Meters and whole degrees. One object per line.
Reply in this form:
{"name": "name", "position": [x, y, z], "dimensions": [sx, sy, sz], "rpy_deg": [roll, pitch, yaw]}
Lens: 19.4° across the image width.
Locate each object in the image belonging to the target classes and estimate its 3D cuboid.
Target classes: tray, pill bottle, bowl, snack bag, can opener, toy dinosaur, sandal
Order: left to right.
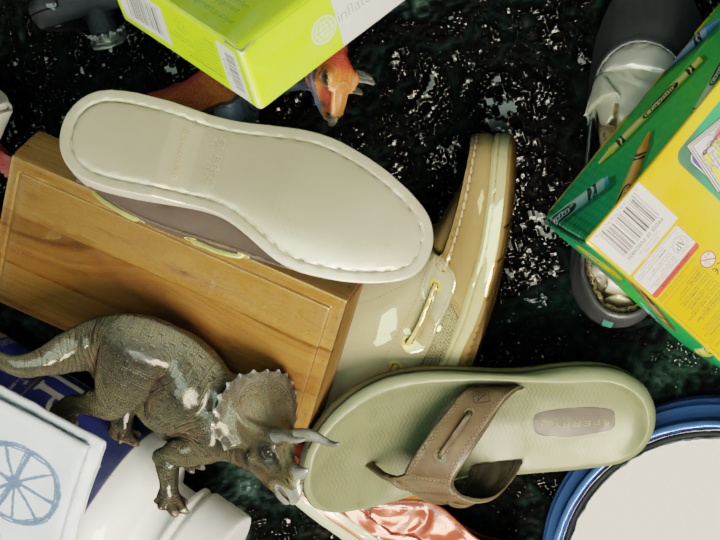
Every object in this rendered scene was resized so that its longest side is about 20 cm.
{"name": "snack bag", "position": [-0.243, 0.135, 1.169], "dimensions": [0.188, 0.021, 0.200], "rpy_deg": [24, 118, 13]}
{"name": "pill bottle", "position": [-0.170, 0.128, 1.217], "dimensions": [0.200, 0.120, 0.120], "rpy_deg": [31, 104, 8]}
{"name": "toy dinosaur", "position": [-0.108, 0.064, 1.141], "dimensions": [0.200, 0.077, 0.102], "rpy_deg": [34, 118, 6]}
{"name": "tray", "position": [-0.104, 0.008, 1.161], "dimensions": [0.200, 0.037, 0.099], "rpy_deg": [24, 125, 9]}
{"name": "can opener", "position": [-0.093, -0.171, 1.184], "dimensions": [0.200, 0.063, 0.079], "rpy_deg": [-8, 99, 12]}
{"name": "toy dinosaur", "position": [-0.084, -0.077, 1.147], "dimensions": [0.200, 0.105, 0.182], "rpy_deg": [9, 138, -22]}
{"name": "sandal", "position": [0.064, 0.093, 1.154], "dimensions": [0.201, 0.057, 0.080], "rpy_deg": [-10, 119, 0]}
{"name": "bowl", "position": [0.203, 0.173, 1.211], "dimensions": [0.200, 0.039, 0.201], "rpy_deg": [2, 101, 9]}

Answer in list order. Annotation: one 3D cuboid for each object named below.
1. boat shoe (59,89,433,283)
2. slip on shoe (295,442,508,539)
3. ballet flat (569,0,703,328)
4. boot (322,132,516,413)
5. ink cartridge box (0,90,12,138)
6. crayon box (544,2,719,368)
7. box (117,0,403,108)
{"name": "boat shoe", "position": [-0.058, -0.039, 1.100], "dimensions": [0.200, 0.060, 0.072], "rpy_deg": [17, 77, 3]}
{"name": "slip on shoe", "position": [0.012, 0.135, 1.225], "dimensions": [0.200, 0.074, 0.061], "rpy_deg": [33, 89, 0]}
{"name": "ballet flat", "position": [0.153, -0.063, 1.159], "dimensions": [0.073, 0.073, 0.200], "rpy_deg": [9, 102, 8]}
{"name": "boot", "position": [0.000, 0.000, 1.195], "dimensions": [0.155, 0.073, 0.200], "rpy_deg": [17, 113, 6]}
{"name": "ink cartridge box", "position": [-0.306, -0.045, 1.202], "dimensions": [0.145, 0.084, 0.200], "rpy_deg": [36, 115, 18]}
{"name": "crayon box", "position": [0.208, -0.062, 1.112], "dimensions": [0.119, 0.058, 0.200], "rpy_deg": [40, 90, -24]}
{"name": "box", "position": [-0.021, -0.180, 1.112], "dimensions": [0.200, 0.048, 0.122], "rpy_deg": [-39, 50, -19]}
